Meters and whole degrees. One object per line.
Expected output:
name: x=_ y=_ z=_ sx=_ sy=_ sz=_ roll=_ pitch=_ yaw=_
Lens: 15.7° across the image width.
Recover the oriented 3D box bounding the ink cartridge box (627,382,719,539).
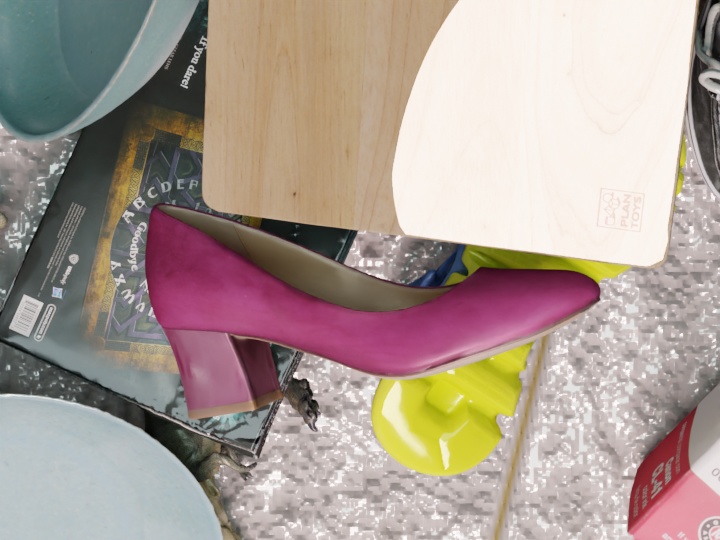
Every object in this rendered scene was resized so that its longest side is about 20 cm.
ink cartridge box: x=0.239 y=0.084 z=1.177 sx=0.147 sy=0.086 sz=0.200 roll=40 pitch=114 yaw=-3

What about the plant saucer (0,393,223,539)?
plant saucer: x=-0.163 y=0.129 z=1.208 sx=0.200 sy=0.039 sz=0.202 roll=-3 pitch=123 yaw=-5

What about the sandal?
sandal: x=0.068 y=-0.006 z=1.185 sx=0.079 sy=0.087 sz=0.200 roll=38 pitch=98 yaw=-17

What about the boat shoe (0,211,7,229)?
boat shoe: x=-0.198 y=-0.014 z=1.201 sx=0.076 sy=0.072 sz=0.201 roll=-11 pitch=101 yaw=-15

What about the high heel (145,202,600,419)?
high heel: x=0.000 y=0.000 z=1.116 sx=0.199 sy=0.067 sz=0.097 roll=-13 pitch=93 yaw=17

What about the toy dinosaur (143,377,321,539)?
toy dinosaur: x=-0.069 y=0.045 z=1.218 sx=0.088 sy=0.047 sz=0.201 roll=-15 pitch=94 yaw=9

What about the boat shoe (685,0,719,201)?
boat shoe: x=0.177 y=-0.093 z=1.101 sx=0.073 sy=0.068 sz=0.200 roll=14 pitch=131 yaw=3

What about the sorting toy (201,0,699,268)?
sorting toy: x=0.041 y=-0.117 z=1.081 sx=0.198 sy=0.070 sz=0.201 roll=8 pitch=115 yaw=8

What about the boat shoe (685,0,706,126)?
boat shoe: x=0.154 y=-0.100 z=1.190 sx=0.199 sy=0.060 sz=0.072 roll=26 pitch=97 yaw=-3

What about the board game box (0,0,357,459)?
board game box: x=-0.067 y=-0.032 z=1.189 sx=0.135 sy=0.028 sz=0.201 roll=24 pitch=86 yaw=4

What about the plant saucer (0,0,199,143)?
plant saucer: x=-0.107 y=-0.150 z=1.134 sx=0.036 sy=0.200 sz=0.201 roll=13 pitch=98 yaw=-32
